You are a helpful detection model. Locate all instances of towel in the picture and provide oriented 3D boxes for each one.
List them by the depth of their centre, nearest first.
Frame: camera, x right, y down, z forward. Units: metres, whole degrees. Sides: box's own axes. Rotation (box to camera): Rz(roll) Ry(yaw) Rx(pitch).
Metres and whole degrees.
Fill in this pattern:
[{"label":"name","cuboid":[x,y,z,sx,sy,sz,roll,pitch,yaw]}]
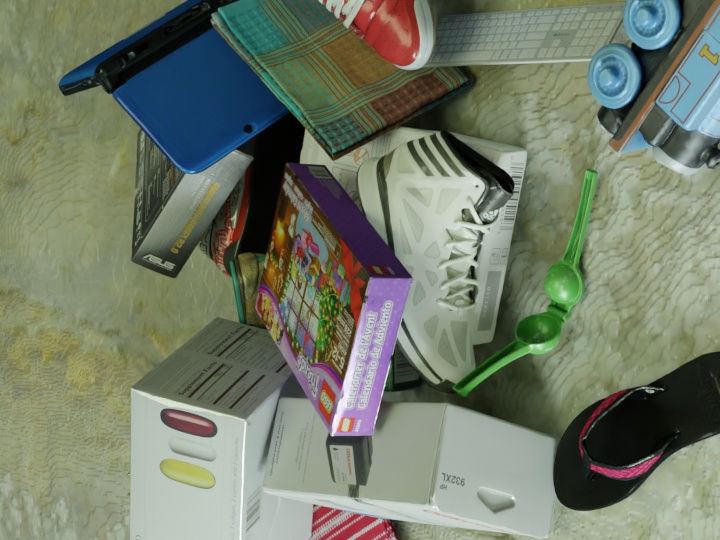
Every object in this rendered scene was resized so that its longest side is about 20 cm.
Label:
[{"label":"towel","cuboid":[-0.018,-0.189,1.417,0.200,0.146,0.022,50,162,32]},{"label":"towel","cuboid":[-0.021,0.224,1.531,0.145,0.022,0.201,-41,62,44]}]

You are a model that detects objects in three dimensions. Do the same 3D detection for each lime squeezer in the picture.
[{"label":"lime squeezer","cuboid":[0.141,0.019,1.309,0.201,0.070,0.038,-58,34,-4]}]

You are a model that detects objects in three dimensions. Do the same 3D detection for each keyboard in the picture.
[{"label":"keyboard","cuboid":[0.123,-0.184,1.323,0.199,0.056,0.011,5,141,47]}]

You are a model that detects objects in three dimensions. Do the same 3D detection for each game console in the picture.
[{"label":"game console","cuboid":[-0.140,-0.174,1.498,0.170,0.199,0.119,-3,119,60]}]

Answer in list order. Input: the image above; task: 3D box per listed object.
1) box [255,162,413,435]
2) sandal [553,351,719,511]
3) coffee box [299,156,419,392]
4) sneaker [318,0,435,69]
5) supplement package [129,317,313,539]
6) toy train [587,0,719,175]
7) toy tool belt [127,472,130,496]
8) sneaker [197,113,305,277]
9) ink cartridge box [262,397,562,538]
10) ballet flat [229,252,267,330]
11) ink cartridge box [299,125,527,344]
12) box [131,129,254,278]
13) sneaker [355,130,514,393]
[{"label":"box","cuboid":[-0.026,0.019,1.326,0.200,0.039,0.138,-127,44,-55]},{"label":"sandal","cuboid":[0.205,0.119,1.256,0.200,0.045,0.076,-40,64,42]},{"label":"coffee box","cuboid":[0.000,0.000,1.472,0.122,0.044,0.202,4,96,45]},{"label":"sneaker","cuboid":[-0.026,-0.237,1.337,0.071,0.112,0.201,-54,55,36]},{"label":"supplement package","cuboid":[-0.117,0.170,1.458,0.110,0.156,0.202,13,116,20]},{"label":"toy train","cuboid":[0.241,-0.156,1.169,0.114,0.086,0.201,49,126,26]},{"label":"toy tool belt","cuboid":[-0.165,0.213,1.638,0.123,0.124,0.202,-158,71,-79]},{"label":"sneaker","cuboid":[-0.103,-0.096,1.562,0.108,0.067,0.203,31,109,52]},{"label":"ink cartridge box","cuboid":[0.041,0.157,1.356,0.199,0.144,0.085,-2,73,48]},{"label":"ballet flat","cuboid":[-0.085,0.058,1.546,0.071,0.070,0.201,49,152,33]},{"label":"ink cartridge box","cuboid":[0.033,-0.040,1.398,0.199,0.050,0.163,16,100,36]},{"label":"box","cuboid":[-0.157,-0.117,1.565,0.159,0.048,0.201,-53,27,32]},{"label":"sneaker","cuboid":[0.071,-0.014,1.296,0.115,0.075,0.202,-26,74,35]}]
